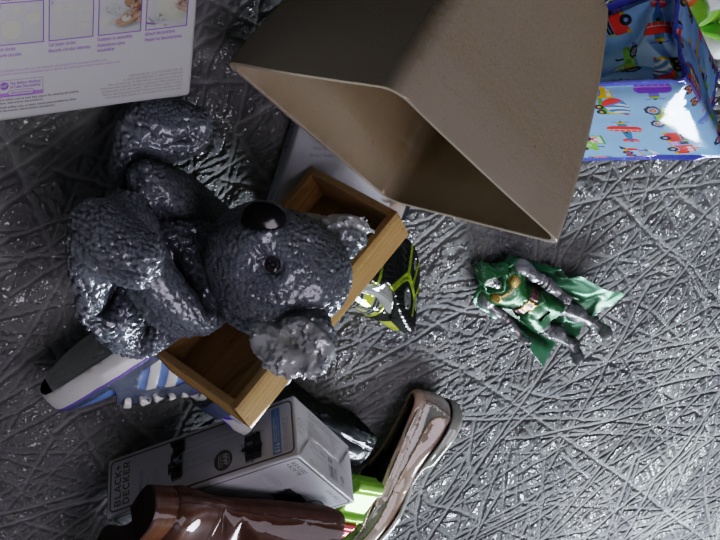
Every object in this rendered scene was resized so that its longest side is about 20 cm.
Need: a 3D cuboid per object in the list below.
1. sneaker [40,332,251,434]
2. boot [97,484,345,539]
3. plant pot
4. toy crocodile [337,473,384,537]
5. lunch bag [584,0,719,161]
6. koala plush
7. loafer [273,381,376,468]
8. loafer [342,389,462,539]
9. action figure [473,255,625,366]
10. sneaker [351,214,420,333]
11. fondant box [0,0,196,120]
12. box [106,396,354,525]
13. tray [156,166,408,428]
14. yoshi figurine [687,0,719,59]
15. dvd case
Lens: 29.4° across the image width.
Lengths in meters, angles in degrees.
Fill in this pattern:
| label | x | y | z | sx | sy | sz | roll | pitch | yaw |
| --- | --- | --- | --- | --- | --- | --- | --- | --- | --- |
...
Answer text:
| label | x | y | z | sx | sy | sz | roll | pitch | yaw |
| --- | --- | --- | --- | --- | --- | --- | --- | --- | --- |
| sneaker | -0.149 | 0.098 | 1.156 | 0.199 | 0.081 | 0.147 | -34 | 113 | -12 |
| boot | -0.128 | 0.257 | 1.242 | 0.199 | 0.065 | 0.186 | 11 | 143 | -30 |
| plant pot | 0.063 | -0.161 | 1.003 | 0.200 | 0.199 | 0.178 | 37 | 78 | -39 |
| toy crocodile | -0.054 | 0.264 | 1.397 | 0.199 | 0.062 | 0.067 | -36 | 143 | 28 |
| lunch bag | 0.191 | -0.145 | 1.156 | 0.198 | 0.095 | 0.150 | -10 | 156 | 23 |
| koala plush | -0.095 | -0.006 | 1.016 | 0.198 | 0.178 | 0.185 | 10 | 137 | 4 |
| loafer | -0.058 | 0.153 | 1.307 | 0.071 | 0.068 | 0.200 | -52 | 141 | 4 |
| loafer | 0.026 | 0.207 | 1.425 | 0.063 | 0.072 | 0.201 | 29 | 102 | -29 |
| action figure | 0.176 | 0.035 | 1.378 | 0.199 | 0.055 | 0.118 | 28 | 111 | -42 |
| sneaker | 0.000 | 0.000 | 1.222 | 0.076 | 0.076 | 0.200 | -3 | 155 | 21 |
| fondant box | -0.182 | -0.206 | 0.908 | 0.143 | 0.058 | 0.201 | -11 | 133 | -26 |
| box | -0.119 | 0.193 | 1.254 | 0.199 | 0.061 | 0.117 | -22 | 142 | 18 |
| tray | -0.061 | 0.018 | 1.087 | 0.200 | 0.098 | 0.037 | -50 | 144 | -15 |
| yoshi figurine | 0.321 | -0.237 | 1.191 | 0.199 | 0.112 | 0.113 | 20 | 108 | -47 |
| dvd case | 0.008 | -0.124 | 1.141 | 0.142 | 0.018 | 0.201 | -2 | 128 | -32 |
